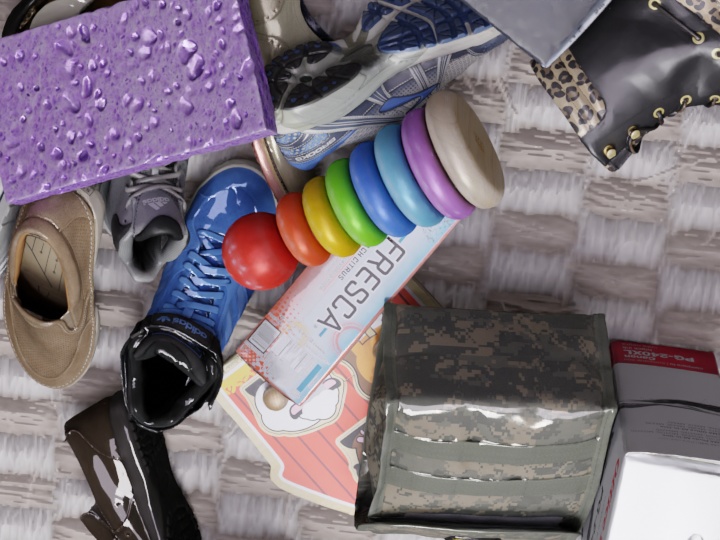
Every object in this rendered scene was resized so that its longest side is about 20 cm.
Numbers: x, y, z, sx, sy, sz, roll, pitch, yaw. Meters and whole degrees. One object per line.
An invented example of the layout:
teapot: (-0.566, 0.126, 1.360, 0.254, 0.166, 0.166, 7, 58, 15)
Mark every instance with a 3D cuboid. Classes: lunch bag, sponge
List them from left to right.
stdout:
sponge: (-0.160, -0.121, 1.548, 0.200, 0.030, 0.112, -14, 86, 18)
lunch bag: (0.084, 0.129, 1.641, 0.164, 0.118, 0.200, 3, 135, -4)

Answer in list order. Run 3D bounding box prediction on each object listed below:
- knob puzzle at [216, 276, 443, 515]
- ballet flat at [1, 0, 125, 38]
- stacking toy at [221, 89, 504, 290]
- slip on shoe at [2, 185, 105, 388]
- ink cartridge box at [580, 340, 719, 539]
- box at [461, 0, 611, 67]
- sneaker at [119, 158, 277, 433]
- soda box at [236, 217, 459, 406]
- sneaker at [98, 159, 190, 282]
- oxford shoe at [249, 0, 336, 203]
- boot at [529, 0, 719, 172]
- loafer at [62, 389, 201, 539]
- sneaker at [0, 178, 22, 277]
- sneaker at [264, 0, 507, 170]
knob puzzle: (0.010, 0.106, 1.715, 0.219, 0.030, 0.220, 1, 110, 3)
ballet flat: (-0.169, -0.201, 1.594, 0.200, 0.068, 0.068, -41, 100, 16)
stacking toy: (-0.006, -0.042, 1.565, 0.200, 0.085, 0.085, -27, 106, 17)
slip on shoe: (-0.223, 0.020, 1.652, 0.076, 0.061, 0.200, 23, 135, 5)
ink cartridge box: (0.207, 0.155, 1.628, 0.083, 0.200, 0.146, 9, 111, 0)
box: (0.080, -0.247, 1.517, 0.200, 0.148, 0.104, 38, 108, -9)
sneaker: (-0.114, 0.024, 1.650, 0.077, 0.111, 0.200, 25, 110, -7)
soda box: (0.000, 0.000, 1.642, 0.064, 0.068, 0.200, 41, 102, 0)
sneaker: (-0.136, -0.078, 1.592, 0.075, 0.116, 0.200, 0, 126, -13)
oxford shoe: (-0.048, -0.130, 1.613, 0.074, 0.071, 0.200, -12, 111, 1)
boot: (0.227, -0.120, 1.593, 0.150, 0.073, 0.200, -38, 100, 15)
loafer: (-0.172, 0.184, 1.743, 0.071, 0.073, 0.200, -9, 105, 18)
sneaker: (-0.262, -0.073, 1.643, 0.080, 0.076, 0.200, 40, 113, 11)
sneaker: (0.020, -0.134, 1.593, 0.200, 0.077, 0.085, -25, 137, -14)
